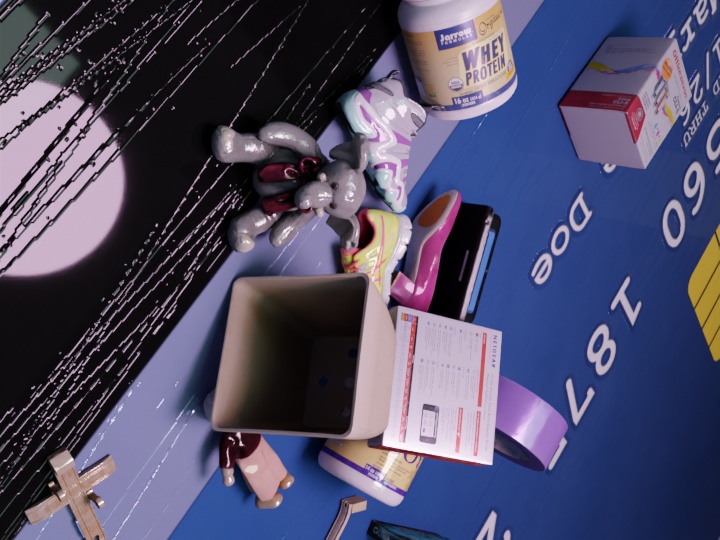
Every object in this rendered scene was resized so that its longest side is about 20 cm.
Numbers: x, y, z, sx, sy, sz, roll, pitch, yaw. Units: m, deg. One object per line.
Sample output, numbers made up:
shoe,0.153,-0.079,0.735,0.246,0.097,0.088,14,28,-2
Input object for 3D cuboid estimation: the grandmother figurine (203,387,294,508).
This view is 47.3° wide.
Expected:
grandmother figurine,-0.159,0.241,1.129,0.121,0.060,0.200,-64,140,-49

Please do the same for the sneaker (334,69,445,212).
sneaker,0.063,-0.187,1.164,0.140,0.078,0.200,-31,127,-6

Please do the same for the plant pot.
plant pot,-0.051,0.128,1.081,0.177,0.199,0.200,37,56,-57

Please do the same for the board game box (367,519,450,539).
board game box,0.122,0.483,1.421,0.200,0.135,0.028,29,82,-46

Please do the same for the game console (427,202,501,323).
game console,0.196,-0.002,1.361,0.116,0.176,0.201,14,93,-17

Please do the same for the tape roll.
tape roll,0.252,0.260,1.433,0.085,0.200,0.200,-55,133,-17

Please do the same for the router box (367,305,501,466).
router box,0.110,0.169,1.186,0.179,0.049,0.201,15,70,-21

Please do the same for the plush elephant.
plush elephant,-0.064,-0.104,1.036,0.200,0.155,0.165,-17,115,-40

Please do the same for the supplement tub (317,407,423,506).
supplement tub,0.040,0.239,1.256,0.145,0.145,0.200,39,75,-44

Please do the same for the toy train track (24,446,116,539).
toy train track,-0.327,0.301,0.995,0.115,0.032,0.201,-33,125,-33

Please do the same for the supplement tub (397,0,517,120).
supplement tub,0.135,-0.332,1.170,0.144,0.144,0.200,-41,128,-28

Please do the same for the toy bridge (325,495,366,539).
toy bridge,-0.034,0.469,1.341,0.067,0.027,0.201,-1,103,-42

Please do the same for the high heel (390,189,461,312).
high heel,0.117,-0.026,1.297,0.096,0.067,0.200,34,83,-35

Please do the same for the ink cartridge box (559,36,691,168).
ink cartridge box,0.494,-0.316,1.528,0.200,0.144,0.145,-54,133,-19

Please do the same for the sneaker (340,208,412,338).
sneaker,0.000,0.000,1.202,0.090,0.078,0.201,22,83,-35
